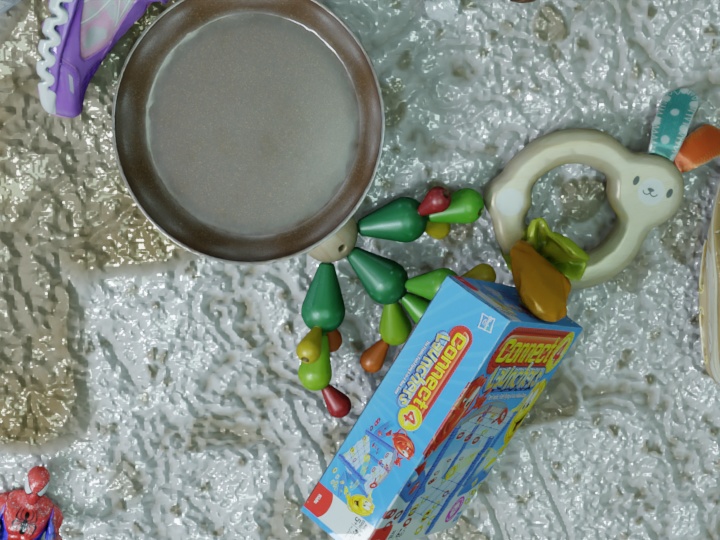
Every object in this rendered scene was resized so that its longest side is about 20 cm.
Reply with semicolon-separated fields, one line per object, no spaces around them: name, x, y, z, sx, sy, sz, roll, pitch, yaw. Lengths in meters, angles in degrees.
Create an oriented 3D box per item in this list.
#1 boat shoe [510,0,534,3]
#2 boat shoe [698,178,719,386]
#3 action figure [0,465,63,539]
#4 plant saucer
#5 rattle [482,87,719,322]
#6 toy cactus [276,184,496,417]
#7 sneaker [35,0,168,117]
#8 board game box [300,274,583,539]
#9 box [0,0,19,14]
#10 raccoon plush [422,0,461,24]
boat shoe;0.141;-0.287;0.956;0.067;0.072;0.202;22;95;-47
boat shoe;0.297;-0.004;1.053;0.073;0.069;0.203;9;84;-8
action figure;-0.276;0.252;1.038;0.065;0.099;0.202;16;101;-13
plant saucer;-0.080;-0.105;0.969;0.198;0.032;0.203;0;93;4
rattle;0.196;-0.055;0.992;0.198;0.143;0.132;-20;90;5
toy cactus;0.000;0.000;1.010;0.165;0.102;0.200;41;106;-7
sneaker;-0.168;-0.198;0.929;0.088;0.081;0.202;15;103;-15
board game box;0.067;0.105;0.989;0.056;0.200;0.197;36;101;22
box;-0.277;-0.241;0.874;0.199;0.048;0.160;-30;87;13
raccoon plush;-0.006;-0.258;0.930;0.132;0.097;0.202;-10;108;3
